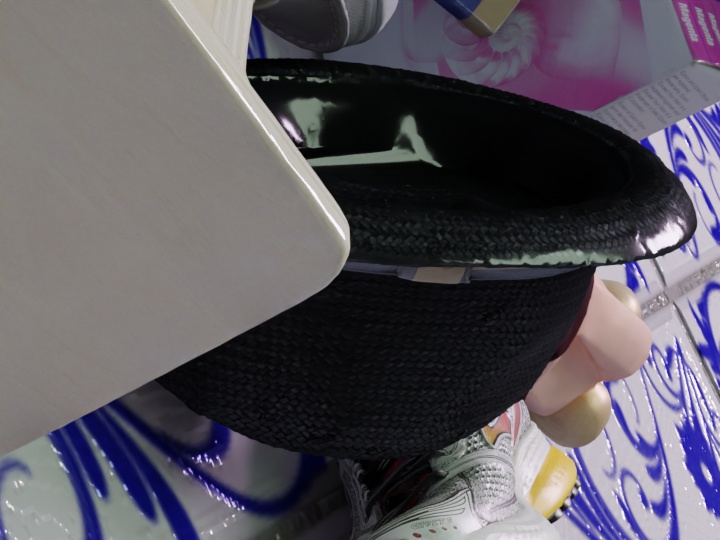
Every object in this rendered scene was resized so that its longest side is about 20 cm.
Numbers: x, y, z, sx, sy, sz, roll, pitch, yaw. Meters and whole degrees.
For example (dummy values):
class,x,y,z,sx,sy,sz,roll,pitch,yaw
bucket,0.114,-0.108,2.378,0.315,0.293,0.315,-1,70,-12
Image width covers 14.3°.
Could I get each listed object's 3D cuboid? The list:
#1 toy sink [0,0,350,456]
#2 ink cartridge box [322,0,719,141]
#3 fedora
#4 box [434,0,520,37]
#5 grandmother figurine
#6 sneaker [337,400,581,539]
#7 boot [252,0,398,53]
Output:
class,x,y,z,sx,sy,sz,roll,pitch,yaw
toy sink,-0.103,-0.074,0.715,0.200,0.130,0.112,52,21,-27
ink cartridge box,0.071,-0.135,1.140,0.043,0.200,0.197,35,33,-55
fedora,0.000,0.000,0.881,0.201,0.200,0.092,-52,154,-69
box,0.006,-0.196,1.084,0.200,0.121,0.032,37,-2,-7
grandmother figurine,0.071,0.011,1.081,0.200,0.060,0.122,40,59,-75
sneaker,0.017,0.070,0.944,0.082,0.078,0.200,58,10,-5
boot,-0.050,-0.100,0.855,0.096,0.073,0.200,-65,151,-20
